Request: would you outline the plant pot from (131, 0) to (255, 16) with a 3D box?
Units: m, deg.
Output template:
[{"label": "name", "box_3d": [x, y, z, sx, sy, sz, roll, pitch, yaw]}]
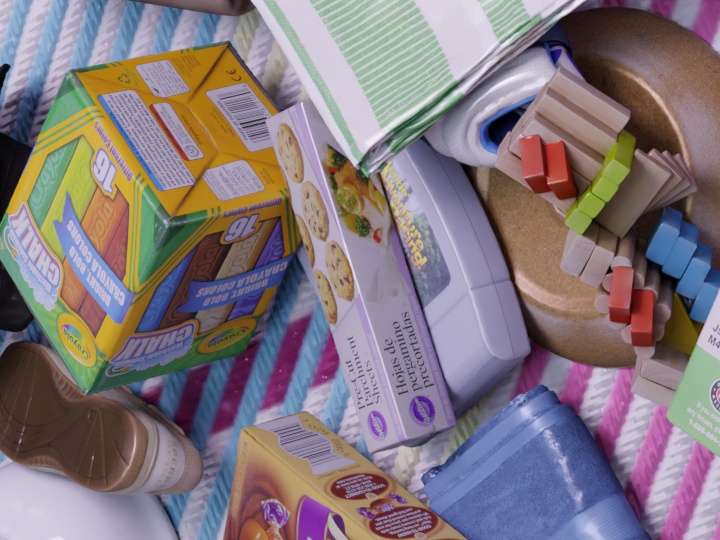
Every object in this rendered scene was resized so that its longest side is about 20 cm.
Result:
[{"label": "plant pot", "box_3d": [-0.124, -0.235, 1.734, 0.173, 0.200, 0.201, 26, 107, 16]}]

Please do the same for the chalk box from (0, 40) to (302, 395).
[{"label": "chalk box", "box_3d": [-0.127, -0.017, 1.750, 0.125, 0.124, 0.200, 53, 136, 26]}]

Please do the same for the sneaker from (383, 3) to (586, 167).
[{"label": "sneaker", "box_3d": [0.094, -0.149, 1.615, 0.146, 0.081, 0.200, 42, 92, 26]}]

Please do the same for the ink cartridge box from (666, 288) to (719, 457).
[{"label": "ink cartridge box", "box_3d": [0.262, 0.021, 1.501, 0.145, 0.084, 0.201, 36, 113, 43]}]

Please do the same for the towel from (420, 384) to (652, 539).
[{"label": "towel", "box_3d": [0.118, 0.171, 1.647, 0.112, 0.048, 0.201, -41, 68, 31]}]

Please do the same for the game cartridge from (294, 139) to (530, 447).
[{"label": "game cartridge", "box_3d": [0.020, -0.014, 1.696, 0.133, 0.041, 0.201, -44, 66, 44]}]

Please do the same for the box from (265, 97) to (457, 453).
[{"label": "box", "box_3d": [0.000, 0.000, 1.665, 0.041, 0.039, 0.201, -23, 83, 54]}]

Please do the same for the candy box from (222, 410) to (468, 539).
[{"label": "candy box", "box_3d": [0.002, 0.181, 1.693, 0.200, 0.056, 0.117, 35, 126, 38]}]

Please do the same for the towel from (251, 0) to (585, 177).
[{"label": "towel", "box_3d": [0.042, -0.166, 1.586, 0.200, 0.023, 0.153, -39, 61, 14]}]

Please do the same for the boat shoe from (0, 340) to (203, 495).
[{"label": "boat shoe", "box_3d": [-0.167, 0.096, 1.835, 0.200, 0.065, 0.072, 21, 93, 53]}]

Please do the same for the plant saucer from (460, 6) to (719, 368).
[{"label": "plant saucer", "box_3d": [0.129, -0.045, 1.639, 0.199, 0.035, 0.201, 2, 93, 35]}]

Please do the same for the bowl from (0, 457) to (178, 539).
[{"label": "bowl", "box_3d": [-0.210, 0.209, 1.858, 0.200, 0.090, 0.202, 2, 93, 35]}]

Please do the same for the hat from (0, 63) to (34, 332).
[{"label": "hat", "box_3d": [-0.217, -0.024, 1.846, 0.080, 0.201, 0.202, 14, 103, -5]}]

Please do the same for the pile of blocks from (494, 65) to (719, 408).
[{"label": "pile of blocks", "box_3d": [0.145, -0.010, 1.559, 0.082, 0.062, 0.200, -28, 107, 20]}]
